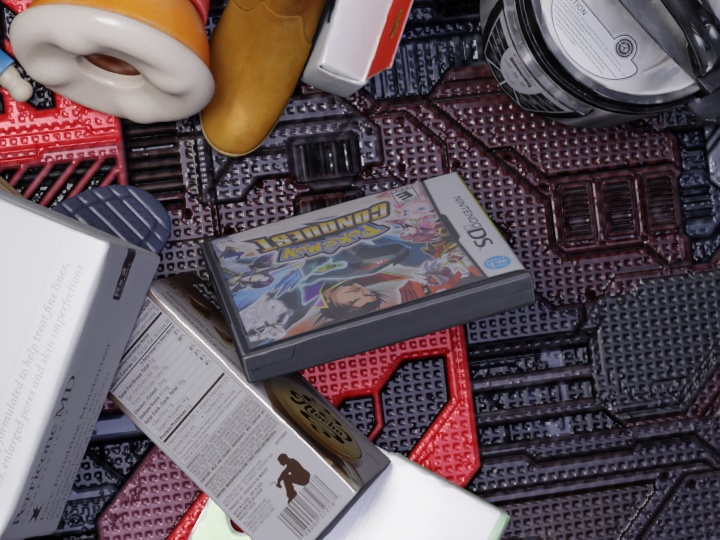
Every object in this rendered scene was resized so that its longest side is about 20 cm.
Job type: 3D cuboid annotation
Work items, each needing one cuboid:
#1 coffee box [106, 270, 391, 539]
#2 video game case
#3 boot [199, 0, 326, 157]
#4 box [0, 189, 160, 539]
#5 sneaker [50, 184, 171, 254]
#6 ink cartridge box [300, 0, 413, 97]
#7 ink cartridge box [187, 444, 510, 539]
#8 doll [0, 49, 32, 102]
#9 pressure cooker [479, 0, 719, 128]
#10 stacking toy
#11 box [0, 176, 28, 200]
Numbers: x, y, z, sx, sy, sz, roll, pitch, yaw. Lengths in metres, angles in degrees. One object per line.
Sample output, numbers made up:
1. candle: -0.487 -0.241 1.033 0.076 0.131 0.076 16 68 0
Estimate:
1. coffee box: -0.085 0.098 1.315 0.200 0.113 0.080 44 102 7
2. video game case: 0.000 0.000 1.324 0.198 0.181 0.026 -15 118 -7
3. boot: -0.059 -0.180 1.334 0.070 0.144 0.203 20 86 -7
4. box: -0.261 0.043 1.216 0.198 0.131 0.201 21 90 10
5. sneaker: -0.217 0.016 1.345 0.200 0.082 0.074 -40 81 -18
6. ink cartridge box: 0.018 -0.227 1.331 0.043 0.174 0.202 19 86 -8
7. ink cartridge box: -0.010 0.194 1.386 0.199 0.048 0.146 28 85 7
8. doll: -0.296 -0.117 1.343 0.135 0.048 0.202 -6 89 3
9. pressure cooker: 0.180 -0.193 1.343 0.174 0.200 0.181 6 89 -9
10. stacking toy: -0.150 -0.218 1.342 0.145 0.146 0.202 17 72 -8
11. box: -0.342 -0.017 1.313 0.163 0.021 0.200 40 95 7
